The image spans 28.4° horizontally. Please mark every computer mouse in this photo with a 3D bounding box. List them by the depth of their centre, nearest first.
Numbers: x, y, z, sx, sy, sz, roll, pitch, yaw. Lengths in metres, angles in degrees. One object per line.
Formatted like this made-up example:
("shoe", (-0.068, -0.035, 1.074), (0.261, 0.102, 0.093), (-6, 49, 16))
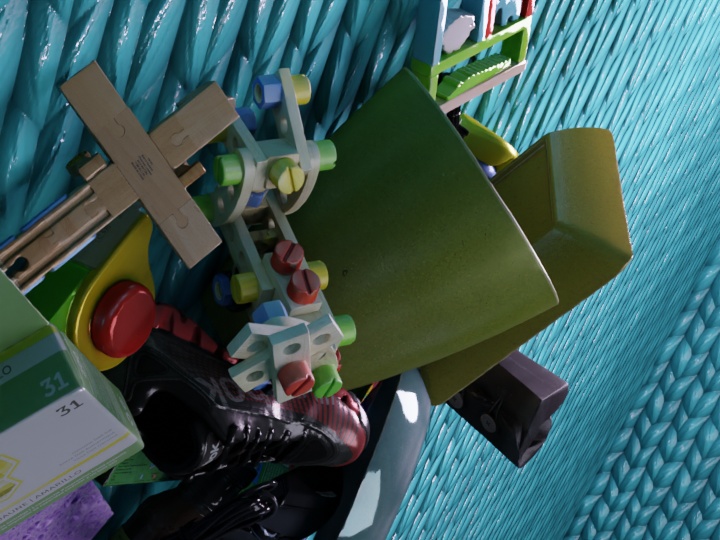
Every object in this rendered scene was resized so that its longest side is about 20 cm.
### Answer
("computer mouse", (-0.082, 0.178, 0.953), (0.139, 0.046, 0.200), (-30, 173, 13))

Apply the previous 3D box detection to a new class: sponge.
("sponge", (-0.214, 0.151, 0.864), (0.112, 0.030, 0.201), (-49, 159, -21))

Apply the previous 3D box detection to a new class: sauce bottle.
("sauce bottle", (-0.153, 0.208, 1.019), (0.201, 0.065, 0.065), (-50, 160, -1))

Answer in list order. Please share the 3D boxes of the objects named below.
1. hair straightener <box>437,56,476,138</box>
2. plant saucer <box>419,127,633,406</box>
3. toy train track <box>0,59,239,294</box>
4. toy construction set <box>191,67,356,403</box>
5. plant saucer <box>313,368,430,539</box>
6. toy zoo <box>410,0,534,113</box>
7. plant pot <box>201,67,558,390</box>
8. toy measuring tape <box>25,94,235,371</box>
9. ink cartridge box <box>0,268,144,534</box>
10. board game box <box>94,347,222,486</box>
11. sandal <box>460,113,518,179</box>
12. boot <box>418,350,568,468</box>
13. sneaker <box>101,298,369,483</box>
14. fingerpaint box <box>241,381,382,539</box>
("hair straightener", (0.054, -0.109, 1.128), (0.077, 0.041, 0.202), (-42, 151, -39))
("plant saucer", (0.112, -0.018, 1.105), (0.199, 0.048, 0.201), (-39, -158, 26))
("toy train track", (-0.148, -0.028, 0.725), (0.200, 0.032, 0.115), (-41, 112, -16))
("toy construction set", (-0.045, -0.004, 0.817), (0.091, 0.202, 0.132), (3, 141, -19))
("plant saucer", (0.007, 0.156, 1.019), (0.200, 0.036, 0.202), (-156, -91, -88))
("toy zoo", (0.088, -0.217, 1.014), (0.131, 0.020, 0.202), (-31, 139, -42))
("plant pot", (0.000, 0.000, 0.954), (0.199, 0.188, 0.187), (-34, 160, 2))
("toy measuring tape", (-0.126, -0.010, 0.784), (0.201, 0.073, 0.074), (-56, 162, -25))
("ink cartridge box", (-0.199, 0.074, 0.669), (0.144, 0.048, 0.200), (-30, 156, -4))
("board game box", (-0.121, 0.105, 1.034), (0.105, 0.023, 0.200), (-57, 162, 4))
("sandal", (0.108, -0.072, 1.261), (0.088, 0.079, 0.200), (-55, 153, 4))
("boot", (0.075, 0.101, 1.237), (0.066, 0.199, 0.166), (-44, 157, -33))
("sneaker", (-0.078, 0.091, 0.863), (0.071, 0.199, 0.099), (-44, -146, 33))
("fingerpaint box", (-0.038, 0.131, 1.151), (0.167, 0.073, 0.201), (-49, 164, -46))
